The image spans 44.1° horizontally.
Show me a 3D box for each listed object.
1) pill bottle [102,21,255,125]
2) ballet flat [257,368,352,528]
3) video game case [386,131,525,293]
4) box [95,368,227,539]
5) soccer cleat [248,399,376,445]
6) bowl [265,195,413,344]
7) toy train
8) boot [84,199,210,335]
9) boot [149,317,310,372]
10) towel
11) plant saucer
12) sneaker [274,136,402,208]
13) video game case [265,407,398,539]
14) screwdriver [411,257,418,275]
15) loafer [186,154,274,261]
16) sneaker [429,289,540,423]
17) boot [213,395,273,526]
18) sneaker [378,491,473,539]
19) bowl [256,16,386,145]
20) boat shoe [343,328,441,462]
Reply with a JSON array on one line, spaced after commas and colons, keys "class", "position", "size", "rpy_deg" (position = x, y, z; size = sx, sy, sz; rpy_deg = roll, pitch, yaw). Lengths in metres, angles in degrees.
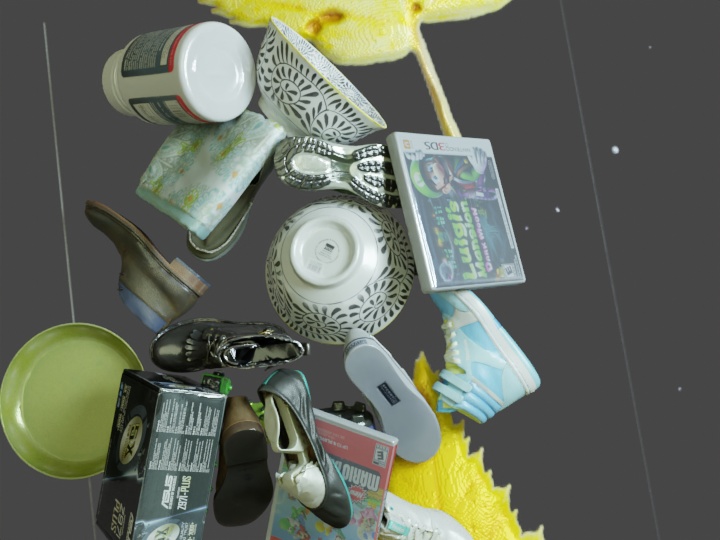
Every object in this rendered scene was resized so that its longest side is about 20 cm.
[{"class": "pill bottle", "position": [-0.239, -0.247, 1.136], "size": [0.199, 0.119, 0.121], "rpy_deg": [7, 81, 43]}, {"class": "ballet flat", "position": [-0.074, 0.216, 1.040], "size": [0.068, 0.068, 0.201], "rpy_deg": [-26, 84, 40]}, {"class": "video game case", "position": [0.124, -0.074, 1.123], "size": [0.181, 0.023, 0.202], "rpy_deg": [-4, 77, -42]}, {"class": "box", "position": [-0.245, 0.232, 1.074], "size": [0.086, 0.163, 0.202], "rpy_deg": [11, 88, -30]}, {"class": "soccer cleat", "position": [-0.078, 0.210, 1.137], "size": [0.198, 0.065, 0.084], "rpy_deg": [1, 110, 9]}, {"class": "bowl", "position": [-0.037, -0.014, 1.127], "size": [0.199, 0.094, 0.203], "rpy_deg": [-3, 75, 10]}, {"class": "toy train", "position": [-0.203, 0.228, 1.142], "size": [0.041, 0.056, 0.202], "rpy_deg": [10, 83, 4]}, {"class": "boot", "position": [-0.304, -0.005, 1.168], "size": [0.199, 0.075, 0.097], "rpy_deg": [37, 83, 5]}, {"class": "boot", "position": [-0.165, 0.093, 1.087], "size": [0.198, 0.174, 0.070], "rpy_deg": [-6, 91, -7]}, {"class": "towel", "position": [-0.199, -0.139, 1.139], "size": [0.172, 0.048, 0.200], "rpy_deg": [-54, 40, -4]}, {"class": "plant saucer", "position": [-0.372, 0.170, 1.169], "size": [0.198, 0.031, 0.202], "rpy_deg": [0, 83, 3]}, {"class": "sneaker", "position": [-0.017, -0.127, 1.124], "size": [0.198, 0.089, 0.078], "rpy_deg": [12, 93, -16]}, {"class": "video game case", "position": [-0.039, 0.276, 1.078], "size": [0.142, 0.017, 0.202], "rpy_deg": [15, 102, 22]}, {"class": "screwdriver", "position": [0.000, 0.000, 1.186], "size": [0.198, 0.029, 0.028], "rpy_deg": [-5, 83, 11]}, {"class": "loafer", "position": [-0.174, -0.108, 1.177], "size": [0.075, 0.070, 0.201], "rpy_deg": [26, 84, 6]}, {"class": "sneaker", "position": [0.121, 0.106, 1.133], "size": [0.130, 0.080, 0.200], "rpy_deg": [-39, 82, -4]}, {"class": "boot", "position": [-0.149, 0.239, 1.104], "size": [0.073, 0.201, 0.076], "rpy_deg": [-3, 38, -18]}, {"class": "sneaker", "position": [0.052, 0.318, 1.102], "size": [0.199, 0.089, 0.076], "rpy_deg": [28, 84, 6]}, {"class": "bowl", "position": [-0.068, -0.220, 1.139], "size": [0.201, 0.201, 0.094], "rpy_deg": [46, 104, 7]}, {"class": "boat shoe", "position": [0.041, 0.154, 1.120], "size": [0.073, 0.065, 0.201], "rpy_deg": [-25, 115, 4]}]
